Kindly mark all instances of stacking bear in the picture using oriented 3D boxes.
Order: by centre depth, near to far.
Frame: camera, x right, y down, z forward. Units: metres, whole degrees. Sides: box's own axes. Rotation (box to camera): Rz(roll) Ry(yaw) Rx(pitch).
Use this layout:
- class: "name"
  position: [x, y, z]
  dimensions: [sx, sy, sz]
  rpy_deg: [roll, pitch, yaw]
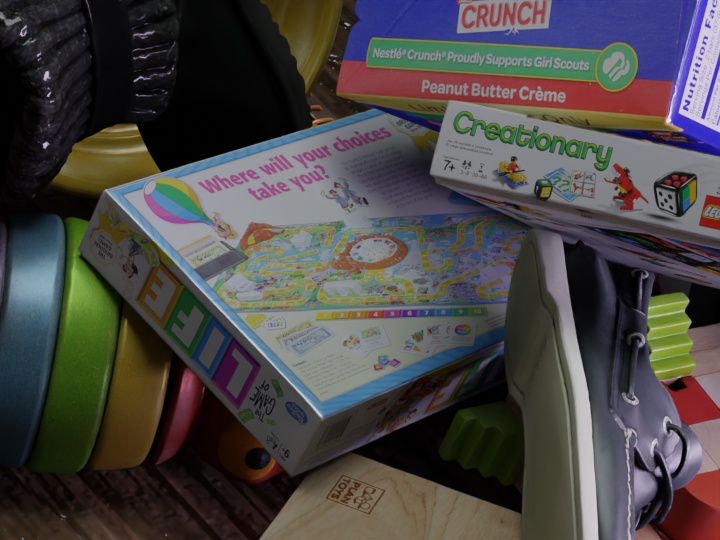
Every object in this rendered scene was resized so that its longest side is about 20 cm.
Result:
- class: "stacking bear"
  position: [-0.104, 0.037, 1.137]
  dimensions: [0.199, 0.122, 0.114]
  rpy_deg: [10, 35, -13]

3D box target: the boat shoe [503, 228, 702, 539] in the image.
- class: "boat shoe"
  position: [0.096, 0.063, 1.045]
  dimensions: [0.066, 0.075, 0.200]
  rpy_deg: [9, 35, -11]

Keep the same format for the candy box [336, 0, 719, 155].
- class: "candy box"
  position: [0.119, -0.078, 1.154]
  dimensions: [0.168, 0.078, 0.199]
  rpy_deg: [9, -7, 40]

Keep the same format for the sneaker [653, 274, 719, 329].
- class: "sneaker"
  position: [0.138, -0.027, 1.331]
  dimensions: [0.107, 0.068, 0.202]
  rpy_deg: [14, 30, 9]

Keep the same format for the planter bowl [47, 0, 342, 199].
- class: "planter bowl"
  position: [-0.113, -0.140, 1.271]
  dimensions: [0.199, 0.202, 0.083]
  rpy_deg: [-4, 18, -20]

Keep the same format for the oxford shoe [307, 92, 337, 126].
- class: "oxford shoe"
  position: [-0.034, -0.054, 1.317]
  dimensions: [0.199, 0.073, 0.071]
  rpy_deg: [21, 34, 17]

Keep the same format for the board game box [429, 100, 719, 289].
- class: "board game box"
  position: [0.124, -0.021, 1.094]
  dimensions: [0.126, 0.035, 0.200]
  rpy_deg: [14, -3, 26]

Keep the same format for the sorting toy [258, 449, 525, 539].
- class: "sorting toy"
  position: [0.037, 0.174, 0.993]
  dimensions: [0.198, 0.070, 0.200]
  rpy_deg: [19, 33, 14]

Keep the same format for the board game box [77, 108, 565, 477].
- class: "board game box"
  position: [0.000, 0.000, 1.136]
  dimensions: [0.134, 0.034, 0.199]
  rpy_deg: [45, 39, 22]

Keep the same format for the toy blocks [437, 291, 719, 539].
- class: "toy blocks"
  position: [0.152, 0.091, 1.141]
  dimensions: [0.199, 0.100, 0.137]
  rpy_deg: [-9, 48, -37]

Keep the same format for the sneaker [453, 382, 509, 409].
- class: "sneaker"
  position: [0.002, 0.014, 1.235]
  dimensions: [0.199, 0.074, 0.080]
  rpy_deg: [13, 28, -10]

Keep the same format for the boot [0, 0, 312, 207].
- class: "boot"
  position: [-0.103, -0.069, 1.154]
  dimensions: [0.079, 0.212, 0.158]
  rpy_deg: [5, 43, 30]
